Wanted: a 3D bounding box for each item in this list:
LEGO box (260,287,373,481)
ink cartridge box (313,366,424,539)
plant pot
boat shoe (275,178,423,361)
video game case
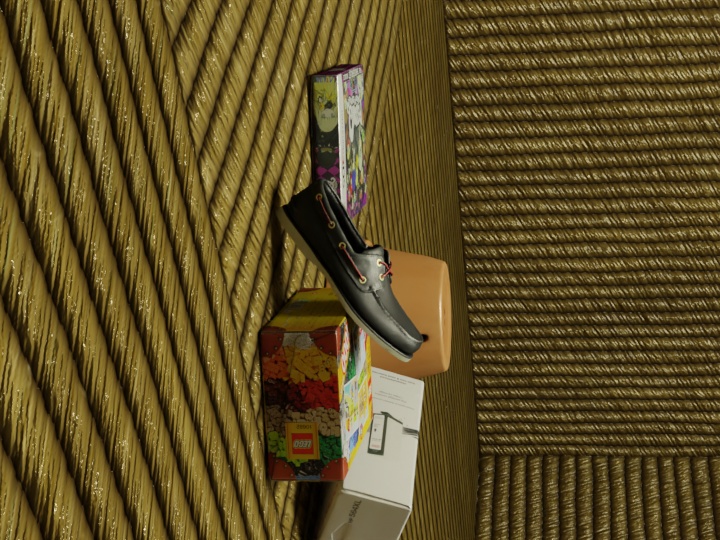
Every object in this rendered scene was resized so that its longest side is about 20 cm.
[{"bbox_3d":[-0.040,0.110,1.379,0.200,0.077,0.150,-54,142,-75],"label":"LEGO box"},{"bbox_3d":[0.008,0.231,1.529,0.201,0.084,0.146,-81,-172,-51],"label":"ink cartridge box"},{"bbox_3d":[0.040,0.058,1.703,0.200,0.139,0.201,-1,90,-82],"label":"plant pot"},{"bbox_3d":[-0.001,0.000,1.351,0.202,0.063,0.074,53,13,3],"label":"boat shoe"},{"bbox_3d":[-0.024,-0.153,1.640,0.200,0.036,0.182,-54,143,-76],"label":"video game case"}]
